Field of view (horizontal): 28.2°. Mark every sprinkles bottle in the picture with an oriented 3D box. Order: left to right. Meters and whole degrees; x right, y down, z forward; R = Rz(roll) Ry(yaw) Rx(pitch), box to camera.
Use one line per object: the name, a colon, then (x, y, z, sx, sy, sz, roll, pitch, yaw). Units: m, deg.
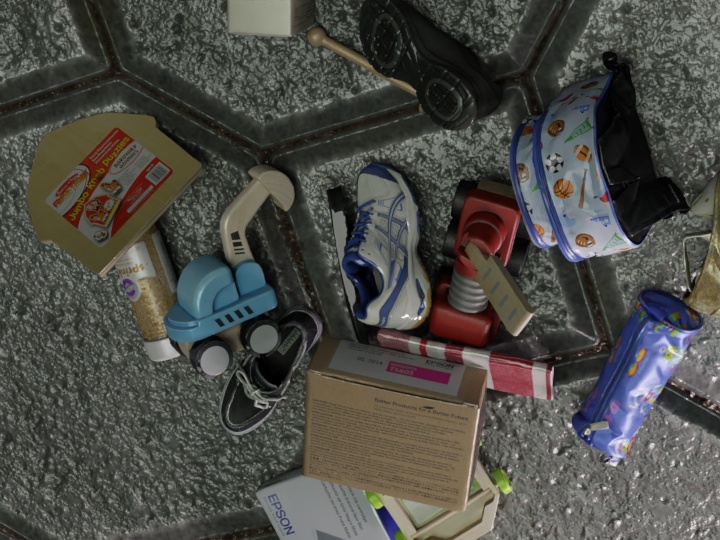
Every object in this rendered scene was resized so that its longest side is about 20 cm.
sprinkles bottle: (-0.259, 0.008, 1.753, 0.068, 0.068, 0.201, -14, 103, 19)

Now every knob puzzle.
knob puzzle: (-0.308, -0.104, 1.701, 0.218, 0.030, 0.221, -6, 63, 12)

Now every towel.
towel: (0.124, 0.106, 1.649, 0.199, 0.144, 0.023, 11, 75, 11)

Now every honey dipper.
honey dipper: (0.026, -0.220, 1.613, 0.199, 0.038, 0.038, 29, 113, 6)

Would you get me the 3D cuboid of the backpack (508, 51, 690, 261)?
backpack: (0.240, -0.103, 1.510, 0.153, 0.191, 0.201, -21, 103, 21)

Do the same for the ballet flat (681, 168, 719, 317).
ballet flat: (0.385, -0.045, 1.558, 0.070, 0.071, 0.201, 9, 112, 12)

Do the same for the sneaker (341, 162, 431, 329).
sneaker: (0.019, -0.032, 1.610, 0.075, 0.088, 0.201, -40, 56, 49)

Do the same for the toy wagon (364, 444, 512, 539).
toy wagon: (0.082, 0.245, 1.741, 0.155, 0.040, 0.200, -33, 97, 8)

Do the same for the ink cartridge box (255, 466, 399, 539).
ink cartridge box: (-0.003, 0.325, 1.804, 0.199, 0.041, 0.200, -23, 100, 21)

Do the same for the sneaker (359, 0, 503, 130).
sneaker: (0.076, -0.233, 1.577, 0.200, 0.091, 0.076, 51, 132, 18)

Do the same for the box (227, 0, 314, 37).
box: (-0.097, -0.362, 1.568, 0.077, 0.095, 0.201, 6, 109, 13)

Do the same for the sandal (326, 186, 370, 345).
sandal: (0.000, 0.000, 1.679, 0.048, 0.075, 0.201, -10, 106, 0)

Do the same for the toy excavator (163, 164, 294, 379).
toy excavator: (-0.150, -0.002, 1.683, 0.194, 0.100, 0.201, -24, 117, -18)

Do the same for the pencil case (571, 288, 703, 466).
pencil case: (0.308, 0.120, 1.625, 0.078, 0.087, 0.201, 37, 115, 28)

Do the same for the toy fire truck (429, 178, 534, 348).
toy fire truck: (0.135, 0.019, 1.566, 0.128, 0.200, 0.177, 17, 120, 10)

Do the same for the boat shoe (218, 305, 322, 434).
boat shoe: (-0.117, 0.132, 1.755, 0.074, 0.068, 0.199, 41, 114, -1)

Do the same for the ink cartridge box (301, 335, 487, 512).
ink cartridge box: (0.038, 0.175, 1.640, 0.199, 0.075, 0.165, 12, 125, 10)
